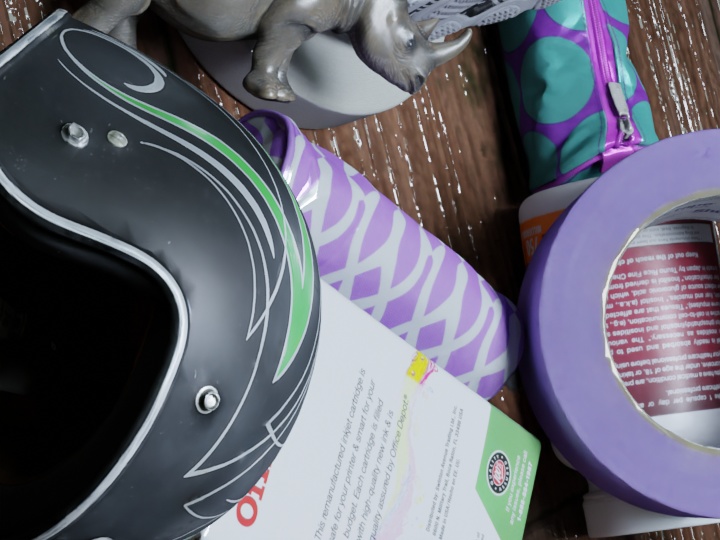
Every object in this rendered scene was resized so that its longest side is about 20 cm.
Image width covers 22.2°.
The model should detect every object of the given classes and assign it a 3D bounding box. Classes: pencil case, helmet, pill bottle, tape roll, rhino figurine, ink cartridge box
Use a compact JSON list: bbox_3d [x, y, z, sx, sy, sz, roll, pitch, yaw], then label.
[{"bbox_3d":[0.125,-0.148,1.097,0.085,0.092,0.200,-7,83,-26],"label":"pencil case"},{"bbox_3d":[-0.108,0.014,0.728,0.191,0.200,0.200,48,47,-11],"label":"helmet"},{"bbox_3d":[0.159,0.049,1.062,0.113,0.113,0.200,1,79,-47],"label":"pill bottle"},{"bbox_3d":[-0.030,-0.176,0.978,0.203,0.037,0.203,15,69,-45],"label":"tape roll"},{"bbox_3d":[-0.040,-0.124,0.875,0.200,0.060,0.088,5,95,-15],"label":"rhino figurine"},{"bbox_3d":[0.186,0.030,0.967,0.200,0.085,0.200,1,83,-4],"label":"tape roll"},{"bbox_3d":[0.000,0.000,0.931,0.200,0.084,0.086,40,17,-36],"label":"pencil case"},{"bbox_3d":[-0.015,0.106,0.878,0.200,0.084,0.145,37,56,-35],"label":"ink cartridge box"}]

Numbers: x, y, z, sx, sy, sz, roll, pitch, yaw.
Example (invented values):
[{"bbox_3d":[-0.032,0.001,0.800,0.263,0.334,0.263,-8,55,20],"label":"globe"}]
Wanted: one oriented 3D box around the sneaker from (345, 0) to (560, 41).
[{"bbox_3d":[0.048,-0.191,0.989,0.200,0.075,0.115,-19,82,-38],"label":"sneaker"}]
